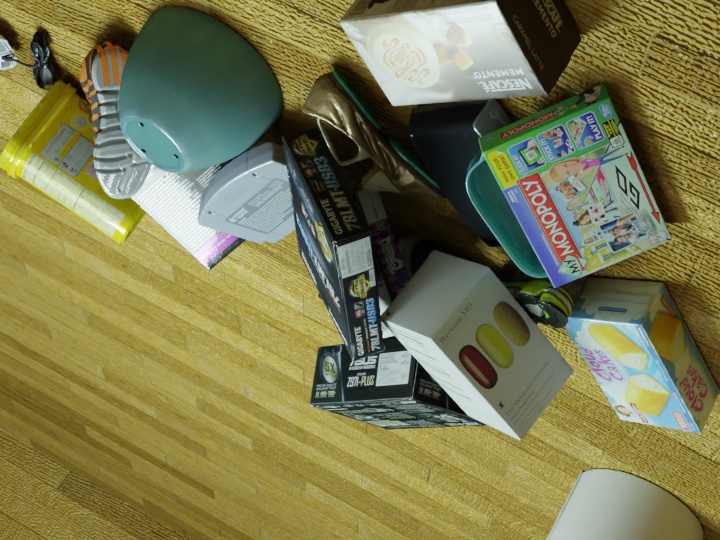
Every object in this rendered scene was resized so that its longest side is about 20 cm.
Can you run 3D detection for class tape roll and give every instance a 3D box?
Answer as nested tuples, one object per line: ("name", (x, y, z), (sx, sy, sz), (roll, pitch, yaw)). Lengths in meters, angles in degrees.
("tape roll", (0.378, 0.403, 1.894), (0.202, 0.139, 0.203), (25, 152, 15))

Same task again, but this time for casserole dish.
("casserole dish", (0.188, -0.078, 1.375), (0.121, 0.039, 0.200), (-32, 123, 12))

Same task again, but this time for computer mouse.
("computer mouse", (-0.508, -0.317, 1.809), (0.200, 0.044, 0.110), (22, 155, 11))

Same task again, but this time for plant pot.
("plant pot", (-0.212, -0.197, 1.576), (0.200, 0.135, 0.200), (26, 151, 15))

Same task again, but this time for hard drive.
("hard drive", (0.143, -0.101, 1.443), (0.135, 0.042, 0.200), (0, 137, 47))

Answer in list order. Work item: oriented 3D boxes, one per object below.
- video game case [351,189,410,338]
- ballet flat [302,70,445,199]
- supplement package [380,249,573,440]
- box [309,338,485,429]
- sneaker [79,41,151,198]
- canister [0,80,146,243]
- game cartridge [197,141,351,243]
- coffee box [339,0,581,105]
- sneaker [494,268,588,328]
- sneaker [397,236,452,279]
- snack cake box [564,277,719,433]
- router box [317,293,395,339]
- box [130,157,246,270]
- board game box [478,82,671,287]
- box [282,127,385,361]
("video game case", (0.000, 0.000, 1.647), (0.200, 0.036, 0.182), (-22, 88, 67))
("ballet flat", (0.010, -0.137, 1.487), (0.200, 0.072, 0.068), (43, -166, -17))
("supplement package", (0.137, 0.088, 1.539), (0.200, 0.114, 0.109), (47, 165, -32))
("box", (0.059, 0.156, 1.776), (0.164, 0.086, 0.200), (22, 158, -39))
("sneaker", (-0.318, -0.199, 1.697), (0.112, 0.077, 0.200), (-143, 51, -63))
("canister", (-0.376, -0.148, 1.820), (0.200, 0.149, 0.087), (34, 158, -4))
("game cartridge", (-0.119, -0.097, 1.656), (0.133, 0.041, 0.200), (14, 151, -31))
("coffee box", (0.094, -0.229, 1.250), (0.200, 0.080, 0.114), (4, 140, 45))
("sneaker", (0.212, 0.018, 1.532), (0.074, 0.081, 0.200), (45, 170, -16))
("sneaker", (0.124, 0.020, 1.632), (0.200, 0.078, 0.077), (36, 153, -26))
("snack cake box", (0.329, 0.099, 1.536), (0.115, 0.067, 0.200), (3, 140, 43))
("router box", (0.055, 0.048, 1.766), (0.157, 0.052, 0.200), (42, 152, -16))
("box", (-0.223, -0.112, 1.756), (0.143, 0.036, 0.200), (-37, 111, 24))
("board game box", (0.221, -0.081, 1.326), (0.134, 0.029, 0.200), (-24, 128, 13))
("box", (-0.032, -0.030, 1.527), (0.199, 0.050, 0.200), (86, 163, -46))
